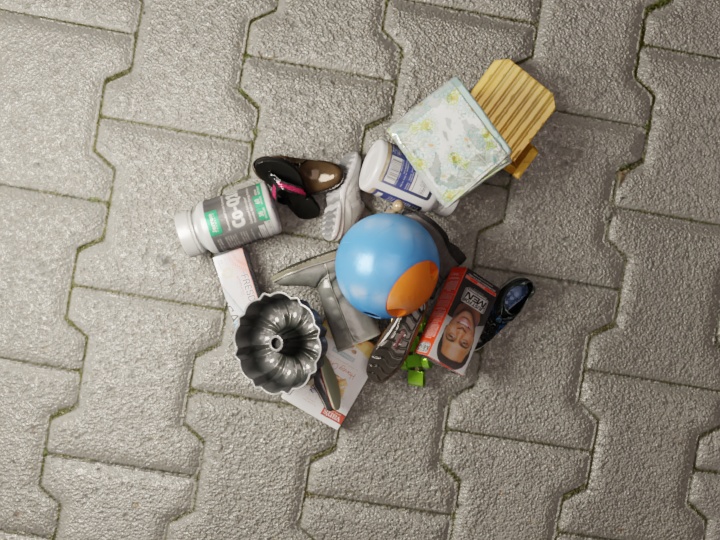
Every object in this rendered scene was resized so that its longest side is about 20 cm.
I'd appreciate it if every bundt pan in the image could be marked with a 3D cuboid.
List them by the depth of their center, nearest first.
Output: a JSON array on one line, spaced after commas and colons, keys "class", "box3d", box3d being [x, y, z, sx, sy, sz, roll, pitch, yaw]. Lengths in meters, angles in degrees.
[{"class": "bundt pan", "box3d": [-0.148, 0.142, 1.264, 0.201, 0.076, 0.204, -1, 88, 25]}]

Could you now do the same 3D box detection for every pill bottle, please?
[{"class": "pill bottle", "box3d": [-0.272, -0.102, 1.324, 0.199, 0.113, 0.114, -19, 91, -2]}, {"class": "pill bottle", "box3d": [0.107, -0.185, 1.329, 0.199, 0.111, 0.112, 20, 90, -18]}]

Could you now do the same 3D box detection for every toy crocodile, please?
[{"class": "toy crocodile", "box3d": [0.116, 0.151, 1.370, 0.067, 0.062, 0.202, -10, 86, 24]}]

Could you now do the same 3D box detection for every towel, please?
[{"class": "towel", "box3d": [0.176, -0.246, 1.242, 0.171, 0.048, 0.200, -36, 93, 5]}]

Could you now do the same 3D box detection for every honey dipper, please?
[{"class": "honey dipper", "box3d": [0.070, -0.117, 1.292, 0.038, 0.200, 0.038, 0, 84, -3]}]

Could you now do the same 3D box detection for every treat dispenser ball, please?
[{"class": "treat dispenser ball", "box3d": [0.051, -0.009, 1.216, 0.199, 0.201, 0.202, 0, 91, -2]}]

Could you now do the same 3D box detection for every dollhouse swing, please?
[{"class": "dollhouse swing", "box3d": [0.303, -0.328, 1.324, 0.200, 0.182, 0.176, 38, 109, -2]}]

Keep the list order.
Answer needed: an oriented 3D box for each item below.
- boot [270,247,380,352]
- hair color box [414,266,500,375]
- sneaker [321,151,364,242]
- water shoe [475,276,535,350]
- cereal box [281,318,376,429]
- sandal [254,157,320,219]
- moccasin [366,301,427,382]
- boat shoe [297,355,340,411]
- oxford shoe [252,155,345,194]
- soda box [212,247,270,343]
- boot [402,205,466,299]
[{"class": "boot", "box3d": [-0.072, 0.070, 1.312, 0.181, 0.073, 0.201, -17, 99, 8]}, {"class": "hair color box", "box3d": [0.202, 0.103, 1.324, 0.101, 0.061, 0.201, 30, 79, -23]}, {"class": "sneaker", "box3d": [-0.028, -0.154, 1.367, 0.082, 0.075, 0.201, 17, 83, -38]}, {"class": "water shoe", "box3d": [0.290, 0.090, 1.365, 0.071, 0.079, 0.200, 41, 89, -2]}, {"class": "cereal box", "box3d": [-0.060, 0.220, 1.372, 0.143, 0.040, 0.201, 29, 89, -1]}, {"class": "sandal", "box3d": [-0.143, -0.157, 1.298, 0.075, 0.200, 0.045, -13, 53, 23]}, {"class": "moccasin", "box3d": [0.075, 0.139, 1.320, 0.073, 0.078, 0.202, 23, 94, 9]}, {"class": "boat shoe", "box3d": [-0.099, 0.199, 1.318, 0.062, 0.071, 0.201, -24, 84, 11]}, {"class": "oxford shoe", "box3d": [-0.131, -0.200, 1.320, 0.198, 0.084, 0.073, 4, 87, 12]}, {"class": "soda box", "box3d": [-0.248, 0.056, 1.352, 0.068, 0.064, 0.201, -18, 91, -2]}, {"class": "boot", "box3d": [0.127, -0.031, 1.330, 0.132, 0.070, 0.200, -49, 119, -2]}]
